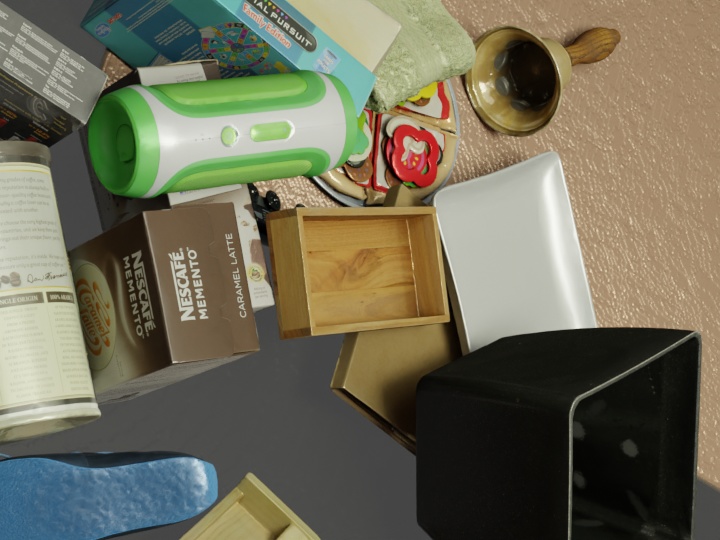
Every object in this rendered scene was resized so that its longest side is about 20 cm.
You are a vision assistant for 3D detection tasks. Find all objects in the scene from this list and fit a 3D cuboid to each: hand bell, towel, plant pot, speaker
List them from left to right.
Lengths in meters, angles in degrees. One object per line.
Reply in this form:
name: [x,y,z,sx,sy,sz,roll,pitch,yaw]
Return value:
speaker: [-0.102,-0.104,1.495,0.199,0.088,0.089,-10,82,-37]
towel: [0.004,-0.240,1.760,0.148,0.036,0.201,-30,82,-40]
plant pot: [0.152,0.152,1.633,0.199,0.176,0.201,-23,118,-48]
hand bell: [0.194,-0.204,1.900,0.200,0.104,0.105,-29,94,-50]

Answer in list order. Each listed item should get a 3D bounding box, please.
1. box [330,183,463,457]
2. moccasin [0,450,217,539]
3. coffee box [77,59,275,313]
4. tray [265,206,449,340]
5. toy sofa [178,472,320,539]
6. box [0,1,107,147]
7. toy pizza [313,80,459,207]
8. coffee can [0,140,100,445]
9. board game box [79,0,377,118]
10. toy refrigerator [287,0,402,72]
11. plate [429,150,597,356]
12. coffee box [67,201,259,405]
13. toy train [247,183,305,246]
box: [0.053,0.051,1.725,0.163,0.021,0.201,39,57,-38]
moccasin: [-0.208,0.174,1.490,0.198,0.068,0.081,2,88,-12]
coffee box: [-0.148,-0.053,1.576,0.079,0.113,0.202,-10,83,-37]
tray: [0.000,0.000,1.616,0.199,0.037,0.100,-3,85,-56]
toy sofa: [-0.122,0.246,1.502,0.083,0.098,0.200,42,32,6]
box: [-0.308,-0.156,1.462,0.199,0.157,0.050,33,60,-23]
toy pizza: [0.014,-0.148,1.771,0.199,0.032,0.202,11,71,-33]
coffee can: [-0.277,0.022,1.439,0.145,0.146,0.202,-7,81,-37]
board game box: [-0.108,-0.178,1.617,0.200,0.151,0.047,38,57,-22]
toy refrigerator: [-0.070,-0.221,1.661,0.199,0.076,0.070,35,72,-2]
plate: [0.135,0.008,1.785,0.199,0.032,0.202,-21,100,-48]
coffee box: [-0.167,0.029,1.483,0.079,0.199,0.115,-6,80,-37]
toy train: [-0.042,-0.026,1.660,0.199,0.034,0.046,21,49,-50]
